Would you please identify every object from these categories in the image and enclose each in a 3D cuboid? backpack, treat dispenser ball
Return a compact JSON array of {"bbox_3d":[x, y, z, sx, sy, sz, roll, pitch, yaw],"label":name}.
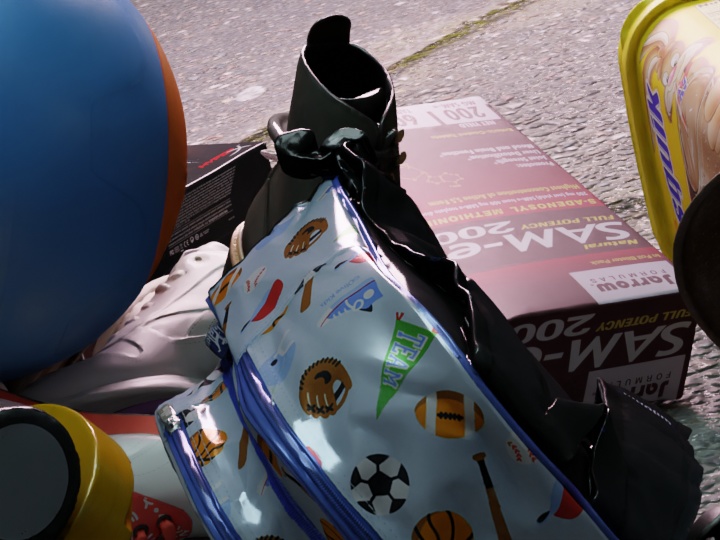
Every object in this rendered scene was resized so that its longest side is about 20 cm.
[{"bbox_3d":[0.023,0.070,1.027,0.154,0.200,0.190,-48,18,-1],"label":"backpack"},{"bbox_3d":[-0.175,-0.051,1.273,0.199,0.202,0.201,-12,16,4],"label":"treat dispenser ball"}]

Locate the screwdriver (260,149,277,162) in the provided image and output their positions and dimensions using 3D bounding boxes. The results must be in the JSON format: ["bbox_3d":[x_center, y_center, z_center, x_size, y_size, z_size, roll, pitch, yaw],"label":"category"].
[{"bbox_3d":[0.044,-0.027,1.450,0.199,0.029,0.028,11,-19,-16],"label":"screwdriver"}]

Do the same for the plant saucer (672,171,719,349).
[{"bbox_3d":[0.220,-0.007,1.113,0.199,0.201,0.037,-5,52,27],"label":"plant saucer"}]

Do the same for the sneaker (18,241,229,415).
[{"bbox_3d":[-0.082,0.042,1.346,0.199,0.075,0.100,-15,51,-31],"label":"sneaker"}]

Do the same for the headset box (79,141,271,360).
[{"bbox_3d":[-0.163,-0.011,1.631,0.199,0.078,0.149,1,22,36],"label":"headset box"}]

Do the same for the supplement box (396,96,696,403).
[{"bbox_3d":[0.055,-0.007,1.332,0.108,0.061,0.200,-9,33,-28],"label":"supplement box"}]

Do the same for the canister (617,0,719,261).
[{"bbox_3d":[0.185,-0.043,1.331,0.086,0.150,0.200,-14,18,-3],"label":"canister"}]

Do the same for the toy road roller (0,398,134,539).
[{"bbox_3d":[-0.154,0.141,1.096,0.123,0.146,0.201,9,64,52],"label":"toy road roller"}]

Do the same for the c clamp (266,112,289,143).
[{"bbox_3d":[0.034,-0.032,1.510,0.170,0.027,0.200,25,16,-23],"label":"c clamp"}]

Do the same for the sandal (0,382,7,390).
[{"bbox_3d":[-0.203,0.111,1.309,0.079,0.059,0.207,-22,29,35],"label":"sandal"}]

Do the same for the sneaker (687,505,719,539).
[{"bbox_3d":[0.155,0.097,1.000,0.074,0.089,0.200,-17,15,-8],"label":"sneaker"}]

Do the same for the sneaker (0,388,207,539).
[{"bbox_3d":[-0.128,0.112,1.227,0.200,0.109,0.067,15,-28,-8],"label":"sneaker"}]

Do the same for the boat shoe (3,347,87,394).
[{"bbox_3d":[-0.160,0.017,1.412,0.200,0.076,0.074,-50,-8,7],"label":"boat shoe"}]

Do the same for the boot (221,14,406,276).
[{"bbox_3d":[0.000,0.000,1.244,0.077,0.139,0.200,-6,40,-29],"label":"boot"}]

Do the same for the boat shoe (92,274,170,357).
[{"bbox_3d":[-0.063,0.029,1.447,0.072,0.060,0.200,38,43,16],"label":"boat shoe"}]
